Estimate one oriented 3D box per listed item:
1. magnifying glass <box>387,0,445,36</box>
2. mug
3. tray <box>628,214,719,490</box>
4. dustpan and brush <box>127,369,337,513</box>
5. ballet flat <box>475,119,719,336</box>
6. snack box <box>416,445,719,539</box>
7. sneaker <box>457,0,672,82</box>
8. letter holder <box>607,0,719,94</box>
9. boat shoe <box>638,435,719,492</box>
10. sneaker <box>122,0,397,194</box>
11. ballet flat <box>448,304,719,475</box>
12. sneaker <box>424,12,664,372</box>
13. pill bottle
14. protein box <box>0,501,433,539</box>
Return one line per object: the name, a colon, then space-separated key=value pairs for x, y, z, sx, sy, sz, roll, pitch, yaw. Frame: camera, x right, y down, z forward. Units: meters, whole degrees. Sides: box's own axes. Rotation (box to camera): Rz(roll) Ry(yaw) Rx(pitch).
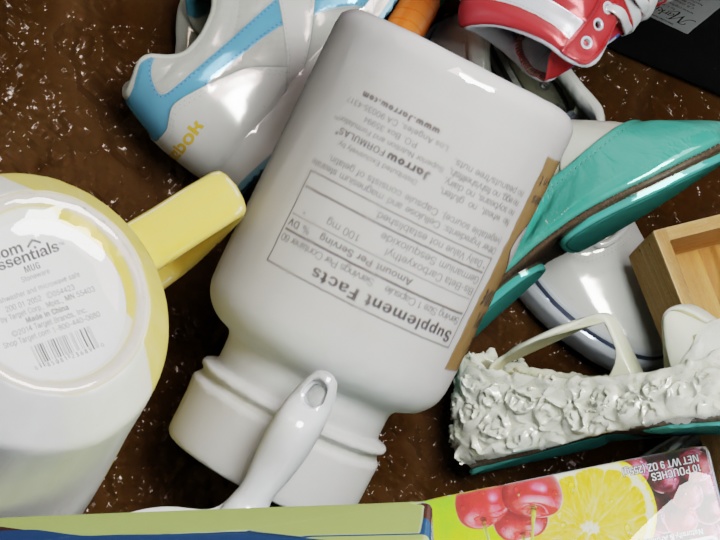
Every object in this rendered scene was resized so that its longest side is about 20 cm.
magnifying glass: x=0.038 y=-0.145 z=1.226 sx=0.022 sy=0.080 sz=0.201 roll=27 pitch=57 yaw=2
mug: x=-0.144 y=0.019 z=1.035 sx=0.149 sy=0.153 sz=0.187 roll=26 pitch=61 yaw=-14
tray: x=0.207 y=0.068 z=1.184 sx=0.098 sy=0.037 sz=0.201 roll=-13 pitch=74 yaw=-22
dustpan and brush: x=-0.067 y=0.129 z=1.036 sx=0.139 sy=0.057 sz=0.201 roll=32 pitch=102 yaw=12
ballet flat: x=0.076 y=-0.028 z=1.164 sx=0.200 sy=0.067 sz=0.071 roll=-35 pitch=81 yaw=6
snack box: x=0.106 y=0.189 z=1.119 sx=0.141 sy=0.053 sz=0.201 roll=-11 pitch=75 yaw=-1
sneaker: x=0.137 y=-0.135 z=1.178 sx=0.199 sy=0.071 sz=0.113 roll=7 pitch=85 yaw=-10
letter holder: x=0.188 y=-0.182 z=1.308 sx=0.199 sy=0.101 sz=0.143 roll=22 pitch=61 yaw=-17
boat shoe: x=0.178 y=0.101 z=1.210 sx=0.202 sy=0.065 sz=0.075 roll=-38 pitch=89 yaw=-31
sneaker: x=-0.034 y=-0.128 z=1.192 sx=0.081 sy=0.076 sz=0.200 roll=38 pitch=57 yaw=-7
ballet flat: x=0.124 y=0.049 z=1.134 sx=0.072 sy=0.199 sz=0.072 roll=29 pitch=56 yaw=-56
sneaker: x=0.096 y=-0.041 z=1.222 sx=0.073 sy=0.071 sz=0.200 roll=-34 pitch=87 yaw=-32
pill bottle: x=0.000 y=0.000 z=1.095 sx=0.114 sy=0.114 sz=0.201 roll=25 pitch=94 yaw=-15
protein box: x=-0.067 y=0.196 z=0.936 sx=0.197 sy=0.135 sz=0.201 roll=-2 pitch=92 yaw=3
